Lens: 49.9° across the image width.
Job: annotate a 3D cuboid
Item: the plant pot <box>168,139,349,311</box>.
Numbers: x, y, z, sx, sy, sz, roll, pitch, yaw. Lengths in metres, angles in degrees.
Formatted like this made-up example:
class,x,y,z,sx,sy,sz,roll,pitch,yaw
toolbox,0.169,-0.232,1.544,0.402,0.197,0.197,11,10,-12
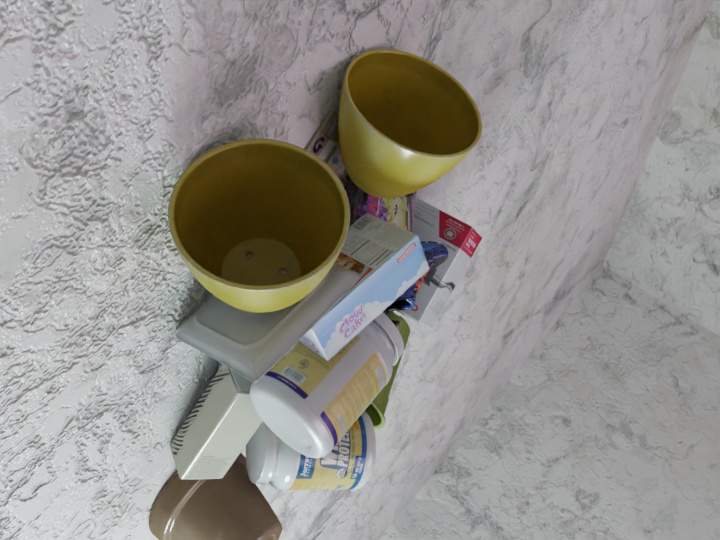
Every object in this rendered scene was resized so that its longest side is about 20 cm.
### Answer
class,x,y,z,sx,sy,sz,roll,pitch,yaw
plant pot,-0.118,-0.031,0.912,0.200,0.200,0.142,-43,163,-26

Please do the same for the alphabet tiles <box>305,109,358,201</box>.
class,x,y,z,sx,sy,sz,roll,pitch,yaw
alphabet tiles,-0.050,-0.132,1.155,0.168,0.008,0.200,-57,157,2

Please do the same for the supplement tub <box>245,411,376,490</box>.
class,x,y,z,sx,sy,sz,roll,pitch,yaw
supplement tub,-0.087,0.306,1.341,0.198,0.145,0.146,6,123,-24

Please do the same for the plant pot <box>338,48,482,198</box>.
class,x,y,z,sx,sy,sz,roll,pitch,yaw
plant pot,0.049,-0.184,1.074,0.200,0.200,0.142,-35,164,-40

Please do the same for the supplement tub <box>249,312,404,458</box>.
class,x,y,z,sx,sy,sz,roll,pitch,yaw
supplement tub,-0.044,0.147,1.098,0.200,0.145,0.146,-46,156,-29

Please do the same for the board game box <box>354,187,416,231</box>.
class,x,y,z,sx,sy,sz,roll,pitch,yaw
board game box,0.039,-0.089,1.200,0.119,0.032,0.202,12,84,-45

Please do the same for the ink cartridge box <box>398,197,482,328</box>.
class,x,y,z,sx,sy,sz,roll,pitch,yaw
ink cartridge box,0.110,-0.015,1.438,0.201,0.145,0.083,-60,157,1

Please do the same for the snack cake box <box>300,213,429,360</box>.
class,x,y,z,sx,sy,sz,roll,pitch,yaw
snack cake box,-0.016,0.018,1.061,0.200,0.115,0.068,-41,131,-20

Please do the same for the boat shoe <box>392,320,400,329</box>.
class,x,y,z,sx,sy,sz,roll,pitch,yaw
boat shoe,0.027,0.123,1.296,0.200,0.071,0.068,-6,98,-76

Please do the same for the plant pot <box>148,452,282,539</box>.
class,x,y,z,sx,sy,sz,roll,pitch,yaw
plant pot,-0.232,0.428,1.331,0.200,0.174,0.201,-45,156,-26

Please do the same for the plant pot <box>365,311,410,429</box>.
class,x,y,z,sx,sy,sz,roll,pitch,yaw
plant pot,0.001,0.164,1.459,0.191,0.199,0.201,-58,161,-27

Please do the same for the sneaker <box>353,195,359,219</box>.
class,x,y,z,sx,sy,sz,roll,pitch,yaw
sneaker,0.033,-0.061,1.328,0.078,0.077,0.201,-48,157,-21

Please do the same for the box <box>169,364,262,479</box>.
class,x,y,z,sx,sy,sz,roll,pitch,yaw
box,-0.208,0.229,1.175,0.082,0.069,0.201,13,123,-42

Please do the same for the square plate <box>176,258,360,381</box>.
class,x,y,z,sx,sy,sz,roll,pitch,yaw
square plate,-0.129,0.041,1.017,0.198,0.199,0.029,-45,129,-24

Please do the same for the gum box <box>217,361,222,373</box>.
class,x,y,z,sx,sy,sz,roll,pitch,yaw
gum box,-0.145,0.087,1.210,0.170,0.044,0.201,-36,150,-41

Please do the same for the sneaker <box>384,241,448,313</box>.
class,x,y,z,sx,sy,sz,roll,pitch,yaw
sneaker,0.073,0.026,1.283,0.199,0.079,0.076,-36,159,-17
